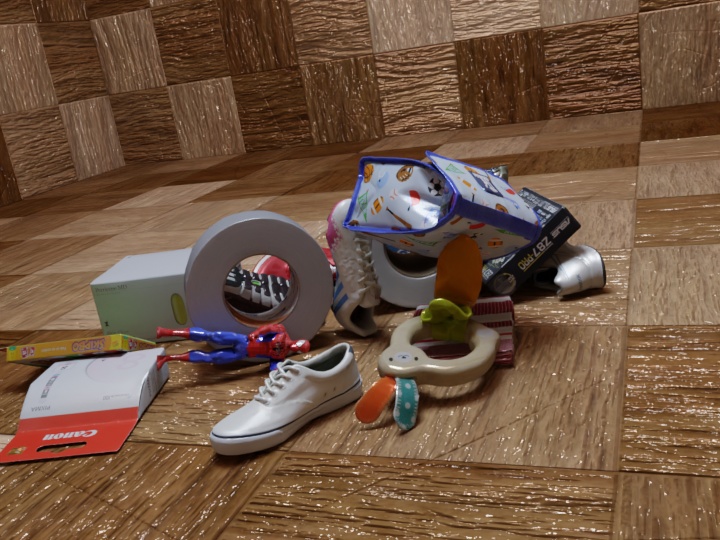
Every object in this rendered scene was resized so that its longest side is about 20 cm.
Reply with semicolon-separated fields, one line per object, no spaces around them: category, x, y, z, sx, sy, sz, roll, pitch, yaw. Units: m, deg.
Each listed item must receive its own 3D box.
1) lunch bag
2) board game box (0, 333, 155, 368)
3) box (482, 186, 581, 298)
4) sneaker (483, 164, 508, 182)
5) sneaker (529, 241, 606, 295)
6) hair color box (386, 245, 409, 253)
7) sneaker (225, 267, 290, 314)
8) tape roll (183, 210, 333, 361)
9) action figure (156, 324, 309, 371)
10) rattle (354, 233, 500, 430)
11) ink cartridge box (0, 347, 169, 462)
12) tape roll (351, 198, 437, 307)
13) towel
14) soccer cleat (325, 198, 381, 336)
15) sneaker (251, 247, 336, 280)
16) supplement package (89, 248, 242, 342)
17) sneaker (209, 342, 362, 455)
lunch bag;0.108;-0.078;0.962;0.169;0.125;0.200;13;0;-38
board game box;-0.407;0.118;1.081;0.199;0.030;0.096;-5;-14;14
box;0.239;-0.047;1.171;0.161;0.049;0.200;-43;14;6
sneaker;0.201;-0.102;1.179;0.077;0.086;0.200;-13;-5;10
sneaker;0.287;-0.014;1.151;0.087;0.075;0.200;-20;18;-13
hair color box;0.097;-0.045;1.365;0.199;0.061;0.100;-12;17;-7
sneaker;-0.162;0.065;1.133;0.199;0.116;0.076;21;27;-21
tape roll;-0.140;0.021;1.035;0.199;0.201;0.066;-13;17;-12
action figure;-0.159;0.106;0.965;0.199;0.066;0.099;-1;11;-15
rattle;0.074;0.069;0.838;0.199;0.143;0.130;-22;51;-37
ink cartridge box;-0.347;0.164;0.947;0.162;0.057;0.200;-7;12;5
tape roll;0.081;-0.058;1.174;0.201;0.204;0.139;-10;17;-2
towel;0.132;0.082;1.002;0.143;0.023;0.200;-6;17;13
soccer cleat;0.000;0.000;1.043;0.070;0.201;0.086;-21;36;-29
sneaker;-0.090;-0.003;1.300;0.115;0.079;0.200;2;21;37
supplement package;-0.305;0.036;1.226;0.199;0.112;0.156;-7;17;8
sneaker;-0.085;0.138;0.846;0.199;0.071;0.073;-23;22;-38
